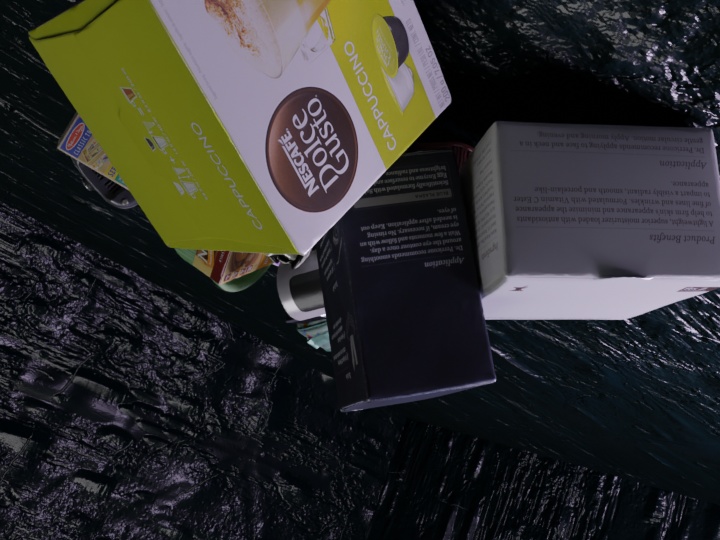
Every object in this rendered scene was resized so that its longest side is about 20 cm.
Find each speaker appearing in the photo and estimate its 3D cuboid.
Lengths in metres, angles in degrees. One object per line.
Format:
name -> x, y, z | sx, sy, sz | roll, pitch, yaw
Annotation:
speaker -> 0.000, 0.000, 0.889 | 0.196, 0.083, 0.081 | -15, 148, 26

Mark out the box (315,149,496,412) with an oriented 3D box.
box -> 0.030, 0.021, 0.700 | 0.114, 0.206, 0.197 | -7, 169, -10

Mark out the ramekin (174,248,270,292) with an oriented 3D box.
ramekin -> -0.189, -0.081, 1.090 | 0.096, 0.203, 0.200 | 24, 167, 20

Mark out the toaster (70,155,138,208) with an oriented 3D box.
toaster -> -0.262, -0.174, 0.913 | 0.114, 0.199, 0.129 | 50, 174, -25

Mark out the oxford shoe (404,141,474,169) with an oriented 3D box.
oxford shoe -> 0.069, -0.109, 0.812 | 0.196, 0.072, 0.074 | 12, -179, -29

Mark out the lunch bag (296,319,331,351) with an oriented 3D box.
lunch bag -> -0.019, 0.041, 1.107 | 0.076, 0.163, 0.199 | 28, 161, -14

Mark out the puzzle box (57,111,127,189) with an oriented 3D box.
puzzle box -> -0.223, -0.183, 0.812 | 0.132, 0.201, 0.026 | 30, -164, -30

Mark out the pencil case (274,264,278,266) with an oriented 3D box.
pencil case -> -0.109, -0.053, 1.266 | 0.084, 0.086, 0.199 | -12, 177, -23

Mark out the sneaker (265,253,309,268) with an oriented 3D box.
sneaker -> -0.085, -0.042, 0.855 | 0.072, 0.082, 0.200 | 5, 176, 3

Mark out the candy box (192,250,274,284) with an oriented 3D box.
candy box -> -0.133, -0.065, 1.010 | 0.055, 0.117, 0.199 | 32, -154, 18

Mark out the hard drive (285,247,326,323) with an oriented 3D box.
hard drive -> -0.048, -0.025, 1.047 | 0.041, 0.205, 0.134 | 19, 165, -20

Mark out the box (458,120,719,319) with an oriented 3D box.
box -> 0.188, -0.034, 0.675 | 0.193, 0.134, 0.200 | 1, 167, -8

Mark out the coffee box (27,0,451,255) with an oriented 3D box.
coffee box -> -0.087, -0.152, 0.561 | 0.197, 0.198, 0.202 | 5, 133, 48
